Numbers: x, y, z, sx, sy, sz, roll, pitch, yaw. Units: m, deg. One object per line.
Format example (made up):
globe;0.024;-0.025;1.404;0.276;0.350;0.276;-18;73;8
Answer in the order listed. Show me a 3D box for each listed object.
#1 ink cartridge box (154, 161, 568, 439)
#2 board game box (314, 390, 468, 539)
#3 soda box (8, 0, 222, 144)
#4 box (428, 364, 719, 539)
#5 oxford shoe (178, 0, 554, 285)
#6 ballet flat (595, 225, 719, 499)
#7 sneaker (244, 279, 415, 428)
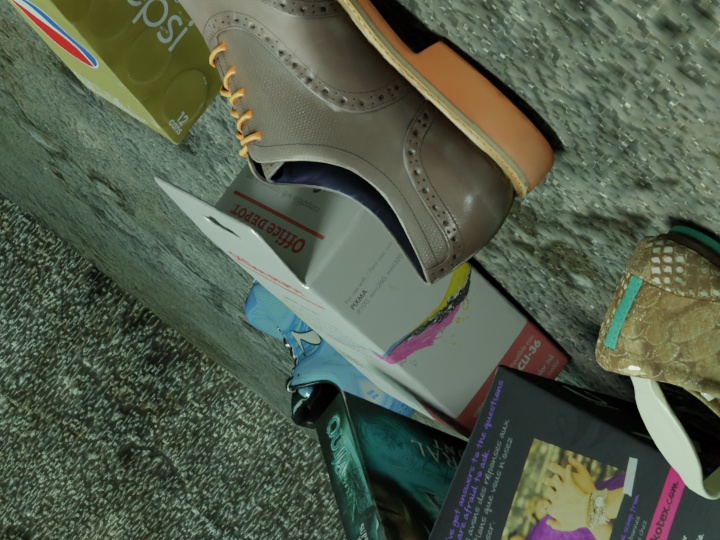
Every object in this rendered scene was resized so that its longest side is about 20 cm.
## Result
ink cartridge box;0.000;0.000;1.086;0.200;0.068;0.116;42;171;-35
board game box;0.076;0.143;1.073;0.200;0.028;0.135;23;-152;-29
soda box;-0.113;-0.135;0.838;0.064;0.068;0.200;33;170;33
box;0.140;0.130;0.939;0.122;0.106;0.200;18;-174;-37
oxford shoe;-0.029;-0.075;0.771;0.200;0.073;0.071;38;171;5
ballet flat;0.150;0.064;0.786;0.200;0.065;0.070;43;172;-27
sneaker;-0.029;0.057;1.441;0.078;0.090;0.200;44;171;-35
